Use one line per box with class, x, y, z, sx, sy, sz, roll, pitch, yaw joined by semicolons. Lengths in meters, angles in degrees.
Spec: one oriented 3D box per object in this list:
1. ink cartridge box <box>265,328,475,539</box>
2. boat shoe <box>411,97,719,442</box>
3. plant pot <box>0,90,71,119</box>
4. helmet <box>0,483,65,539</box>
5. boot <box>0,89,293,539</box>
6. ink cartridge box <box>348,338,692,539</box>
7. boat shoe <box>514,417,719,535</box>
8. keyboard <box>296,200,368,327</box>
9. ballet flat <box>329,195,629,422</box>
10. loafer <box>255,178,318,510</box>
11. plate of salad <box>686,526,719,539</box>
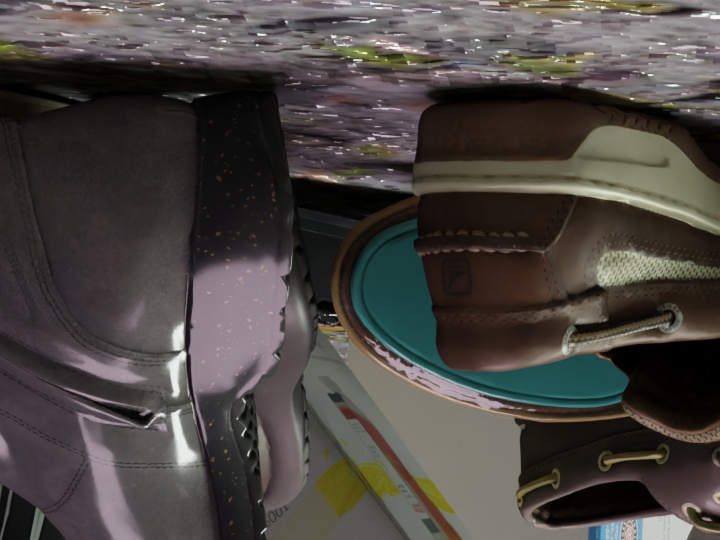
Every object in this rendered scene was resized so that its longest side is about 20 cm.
ink cartridge box;-0.044;0.111;1.057;0.145;0.200;0.083;-41;161;13
boat shoe;0.082;0.006;0.752;0.075;0.075;0.202;-2;173;44
plant pot;-0.157;-0.028;0.774;0.200;0.028;0.200;2;174;0
helmet;-0.149;0.076;0.958;0.200;0.191;0.200;34;170;7
boot;-0.088;0.037;0.723;0.132;0.200;0.070;0;-149;-8
ink cartridge box;0.095;0.083;1.303;0.125;0.129;0.200;0;174;30
boat shoe;0.122;0.062;1.019;0.072;0.060;0.200;13;170;-35
keyboard;0.000;0.000;0.950;0.200;0.021;0.127;13;163;-32
ballet flat;0.085;0.009;0.864;0.200;0.069;0.063;5;-172;-12
loafer;-0.054;0.018;0.837;0.071;0.073;0.200;-9;157;-6
plate of salad;0.206;0.069;1.044;0.200;0.048;0.200;-30;-168;7
